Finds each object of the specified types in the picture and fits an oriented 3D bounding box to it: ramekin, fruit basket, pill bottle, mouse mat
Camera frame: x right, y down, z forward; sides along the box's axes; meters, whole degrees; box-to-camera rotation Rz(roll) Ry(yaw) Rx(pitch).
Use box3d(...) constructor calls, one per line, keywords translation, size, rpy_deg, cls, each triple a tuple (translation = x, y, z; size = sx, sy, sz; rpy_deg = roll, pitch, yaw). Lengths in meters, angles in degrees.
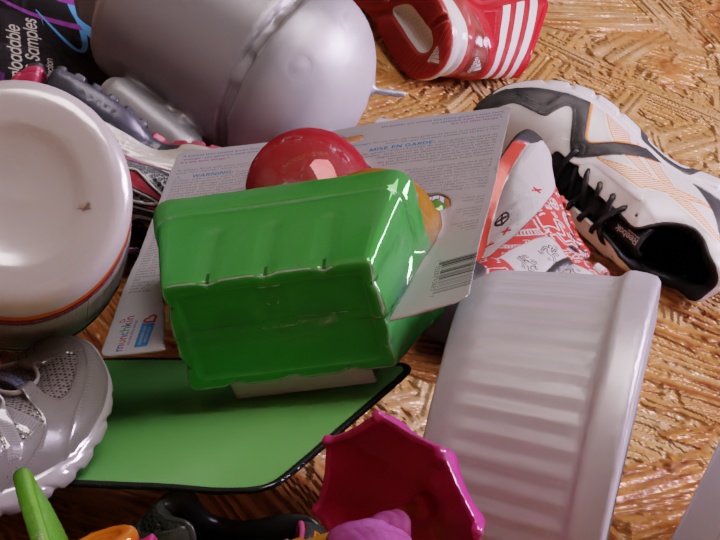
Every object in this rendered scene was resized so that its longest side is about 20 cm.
box3d(translation=(0.081, 0.091, 1.448), size=(0.094, 0.203, 0.203), rpy_deg=(13, 30, 6), cls="ramekin")
box3d(translation=(-0.022, -0.017, 1.478), size=(0.184, 0.094, 0.200), rpy_deg=(-8, 24, 13), cls="fruit basket")
box3d(translation=(-0.166, -0.019, 1.439), size=(0.109, 0.110, 0.200), rpy_deg=(22, -10, -2), cls="pill bottle")
box3d(translation=(-0.092, 0.073, 1.434), size=(0.199, 0.008, 0.161), rpy_deg=(1, 20, 28), cls="mouse mat")

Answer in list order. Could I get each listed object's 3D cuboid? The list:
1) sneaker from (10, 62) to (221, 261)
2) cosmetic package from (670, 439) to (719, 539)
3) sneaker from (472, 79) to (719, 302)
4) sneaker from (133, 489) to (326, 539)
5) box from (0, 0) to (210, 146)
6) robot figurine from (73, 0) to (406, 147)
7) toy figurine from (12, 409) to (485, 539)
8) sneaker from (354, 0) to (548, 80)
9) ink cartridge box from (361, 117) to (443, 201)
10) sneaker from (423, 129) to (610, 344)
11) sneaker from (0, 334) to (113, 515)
box3d(translation=(-0.118, -0.032, 1.627), size=(0.199, 0.081, 0.075), rpy_deg=(26, 59, 5), cls="sneaker")
box3d(translation=(0.293, 0.148, 1.525), size=(0.167, 0.167, 0.200), rpy_deg=(-6, 41, -40), cls="cosmetic package")
box3d(translation=(0.154, -0.050, 1.830), size=(0.199, 0.074, 0.080), rpy_deg=(28, 33, 8), cls="sneaker")
box3d(translation=(-0.021, 0.160, 1.368), size=(0.199, 0.087, 0.081), rpy_deg=(16, 32, -13), cls="sneaker")
box3d(translation=(-0.154, -0.108, 1.745), size=(0.199, 0.036, 0.143), rpy_deg=(12, 33, -18), cls="box")
box3d(translation=(-0.073, -0.132, 1.691), size=(0.200, 0.113, 0.170), rpy_deg=(34, 70, 18), cls="robot figurine")
box3d(translation=(-0.035, 0.128, 1.251), size=(0.183, 0.151, 0.200), rpy_deg=(-20, 10, -4), cls="toy figurine")
box3d(translation=(0.052, -0.194, 2.002), size=(0.115, 0.078, 0.201), rpy_deg=(9, 45, -39), cls="sneaker")
box3d(translation=(0.000, 0.000, 1.618), size=(0.044, 0.095, 0.200), rpy_deg=(8, 28, 15), cls="ink cartridge box")
box3d(translation=(0.109, -0.001, 1.731), size=(0.107, 0.067, 0.202), rpy_deg=(26, 34, 2), cls="sneaker")
box3d(translation=(-0.186, 0.073, 1.348), size=(0.074, 0.082, 0.200), rpy_deg=(5, 29, 36), cls="sneaker")
